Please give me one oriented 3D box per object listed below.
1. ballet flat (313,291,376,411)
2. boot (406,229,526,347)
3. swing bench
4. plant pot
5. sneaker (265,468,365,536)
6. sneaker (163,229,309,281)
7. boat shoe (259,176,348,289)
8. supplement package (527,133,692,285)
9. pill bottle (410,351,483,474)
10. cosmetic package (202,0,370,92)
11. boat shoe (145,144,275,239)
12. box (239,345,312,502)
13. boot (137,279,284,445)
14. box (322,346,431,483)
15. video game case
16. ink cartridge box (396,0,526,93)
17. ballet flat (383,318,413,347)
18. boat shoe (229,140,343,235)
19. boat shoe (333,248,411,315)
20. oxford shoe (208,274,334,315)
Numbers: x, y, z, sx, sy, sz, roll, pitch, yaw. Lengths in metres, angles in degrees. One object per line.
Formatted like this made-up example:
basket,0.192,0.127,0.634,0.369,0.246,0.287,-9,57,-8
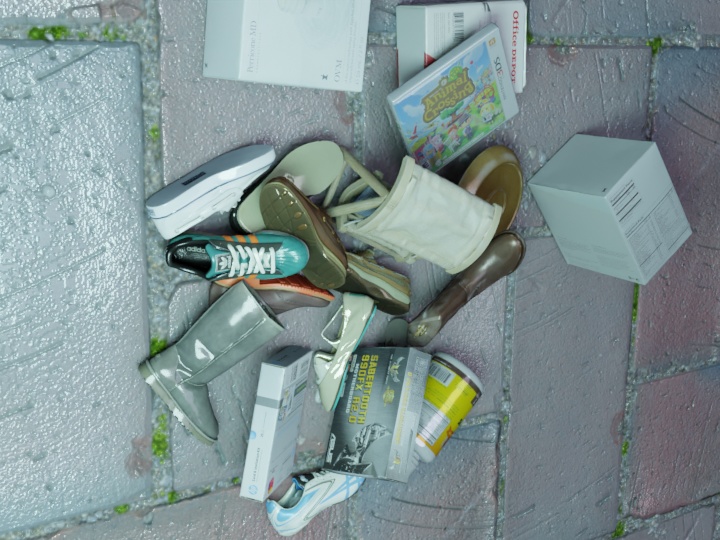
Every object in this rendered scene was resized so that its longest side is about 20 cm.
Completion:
ballet flat,-0.038,0.124,1.563,0.069,0.069,0.201,13,105,-35
boot,0.164,0.032,1.591,0.064,0.187,0.200,46,47,8
swing bench,0.068,-0.086,1.500,0.198,0.200,0.131,24,88,-35
plant pot,0.215,-0.109,1.657,0.200,0.027,0.201,-31,133,-39
sneaker,-0.063,0.344,1.598,0.199,0.072,0.073,-33,110,-27
sneaker,-0.172,-0.014,1.369,0.198,0.080,0.072,1,107,5
boat shoe,-0.079,-0.061,1.423,0.201,0.072,0.068,56,35,-36
supplement package,0.437,-0.111,1.746,0.147,0.191,0.201,-44,122,-18
pill bottle,0.109,0.242,1.662,0.200,0.109,0.109,-51,123,-13
cosmetic package,-0.099,-0.357,1.373,0.199,0.123,0.201,-1,102,-32
boat shoe,-0.203,-0.112,1.400,0.199,0.074,0.066,-28,121,-14
box,-0.123,0.224,1.488,0.156,0.041,0.202,-25,124,-77
boot,-0.194,0.135,1.432,0.200,0.073,0.182,-38,120,-7
box,0.024,0.221,1.542,0.048,0.158,0.202,22,74,-35
video game case,0.147,-0.254,1.527,0.199,0.022,0.182,-36,140,-7
ink cartridge box,0.159,-0.348,1.570,0.199,0.083,0.148,-12,109,-31
ballet flat,0.052,0.178,1.627,0.046,0.067,0.202,48,50,-70
boat shoe,-0.110,-0.123,1.460,0.201,0.063,0.074,-41,104,-22
boat shoe,0.000,0.000,1.567,0.199,0.071,0.077,31,58,-34
oxford shoe,-0.134,0.040,1.484,0.199,0.071,0.073,9,106,-27
